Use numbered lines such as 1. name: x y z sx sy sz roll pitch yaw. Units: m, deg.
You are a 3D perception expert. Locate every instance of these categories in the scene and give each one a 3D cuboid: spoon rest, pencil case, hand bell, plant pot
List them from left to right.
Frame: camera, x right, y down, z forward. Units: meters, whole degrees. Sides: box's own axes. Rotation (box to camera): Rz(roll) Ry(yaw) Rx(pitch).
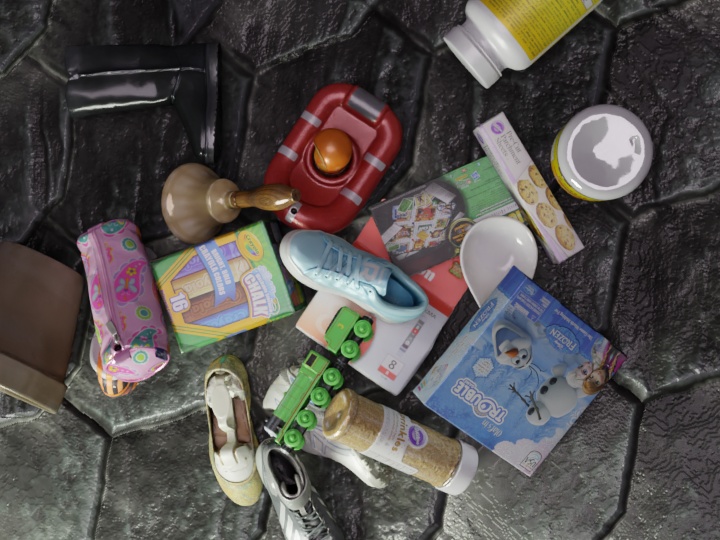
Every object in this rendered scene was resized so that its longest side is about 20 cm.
1. plant pot: -0.442 0.063 1.694 0.199 0.200 0.174 22 79 4
2. pencil case: -0.291 0.036 1.635 0.087 0.087 0.201 -20 62 6
3. hand bell: -0.146 -0.086 1.637 0.199 0.104 0.105 0 93 47
4. spoon rest: 0.172 0.031 1.669 0.099 0.061 0.201 -2 103 -8

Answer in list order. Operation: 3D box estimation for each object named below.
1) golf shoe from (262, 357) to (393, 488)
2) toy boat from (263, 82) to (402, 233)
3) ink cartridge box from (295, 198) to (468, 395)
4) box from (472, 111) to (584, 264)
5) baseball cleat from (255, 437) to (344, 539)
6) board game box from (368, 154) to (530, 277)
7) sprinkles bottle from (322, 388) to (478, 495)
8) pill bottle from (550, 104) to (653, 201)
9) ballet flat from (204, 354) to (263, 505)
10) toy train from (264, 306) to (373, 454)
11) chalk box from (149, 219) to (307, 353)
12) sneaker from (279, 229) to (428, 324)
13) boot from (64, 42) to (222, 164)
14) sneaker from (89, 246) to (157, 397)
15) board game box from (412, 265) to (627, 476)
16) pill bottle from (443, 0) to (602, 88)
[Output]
1. golf shoe: -0.043 0.211 1.720 0.097 0.078 0.200 -43 82 23
2. toy boat: -0.037 -0.141 1.653 0.130 0.131 0.200 33 86 3
3. ink cartridge box: 0.038 0.035 1.706 0.162 0.050 0.200 34 98 3
4. box: 0.210 -0.102 1.666 0.041 0.039 0.201 -31 91 -5
5. baseball cleat: -0.076 0.308 1.694 0.070 0.106 0.200 -32 95 -8
6. board game box: 0.120 -0.073 1.692 0.199 0.023 0.105 -23 89 -3
7. sprinkles bottle: 0.051 0.215 1.663 0.199 0.068 0.068 27 95 -23
8. pill bottle: 0.285 -0.138 1.598 0.109 0.200 0.110 0 92 5
9. ballet flat: -0.168 0.211 1.724 0.070 0.071 0.201 -6 92 6
10. toy train: -0.052 0.134 1.658 0.056 0.042 0.200 31 80 12
11. chalk box: -0.143 0.011 1.684 0.199 0.125 0.125 -19 90 7
12. sneaker: 0.000 0.000 1.625 0.199 0.082 0.074 26 68 -23
13. boot: -0.279 -0.213 1.709 0.199 0.066 0.166 -1 75 0
14. sneaker: -0.309 0.071 1.727 0.077 0.112 0.201 13 59 -1
15. board game box: 0.200 0.128 1.650 0.200 0.043 0.199 35 97 -29
16. pill bottle: 0.203 -0.322 1.643 0.200 0.112 0.113 -41 88 5
